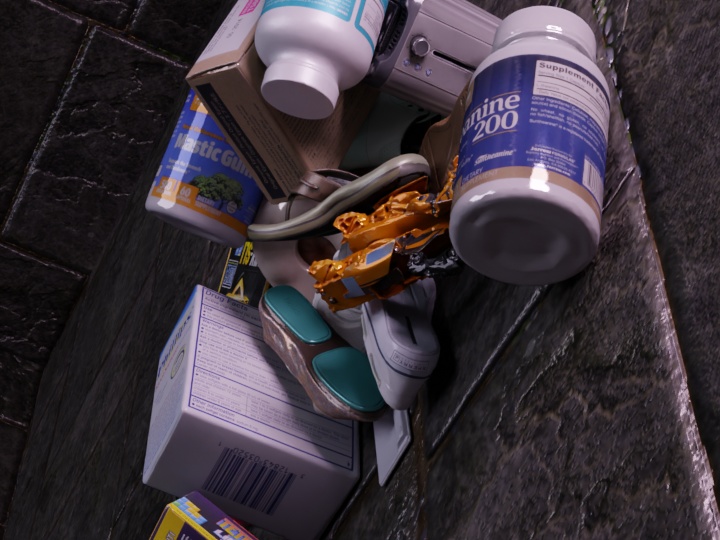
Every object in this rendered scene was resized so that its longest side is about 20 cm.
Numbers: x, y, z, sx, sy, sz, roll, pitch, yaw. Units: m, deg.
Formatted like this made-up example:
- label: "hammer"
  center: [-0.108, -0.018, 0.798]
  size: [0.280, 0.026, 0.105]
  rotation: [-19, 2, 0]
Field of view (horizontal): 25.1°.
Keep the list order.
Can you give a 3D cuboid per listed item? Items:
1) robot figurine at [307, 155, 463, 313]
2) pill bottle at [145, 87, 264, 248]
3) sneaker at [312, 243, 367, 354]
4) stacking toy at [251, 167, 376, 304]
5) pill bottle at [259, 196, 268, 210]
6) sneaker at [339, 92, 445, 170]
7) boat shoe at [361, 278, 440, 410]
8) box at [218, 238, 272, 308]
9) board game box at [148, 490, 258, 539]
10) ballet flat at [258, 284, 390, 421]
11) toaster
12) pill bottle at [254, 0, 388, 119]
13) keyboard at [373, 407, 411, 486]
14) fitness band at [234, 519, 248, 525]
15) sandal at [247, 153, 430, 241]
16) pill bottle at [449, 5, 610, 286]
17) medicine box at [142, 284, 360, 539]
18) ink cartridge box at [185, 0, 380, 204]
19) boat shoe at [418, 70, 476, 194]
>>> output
- label: "robot figurine"
  center: [0.053, -0.037, 1.373]
  size: [0.199, 0.058, 0.146]
  rotation: [-26, 25, 35]
- label: "pill bottle"
  center: [-0.135, -0.135, 1.661]
  size: [0.202, 0.111, 0.112]
  rotation: [-69, 15, -6]
- label: "sneaker"
  center: [0.000, 0.000, 1.552]
  size: [0.081, 0.074, 0.202]
  rotation: [56, -128, -85]
- label: "stacking toy"
  center: [-0.019, -0.066, 1.707]
  size: [0.147, 0.145, 0.201]
  rotation: [-55, 5, 39]
- label: "pill bottle"
  center: [-0.072, -0.148, 1.763]
  size: [0.201, 0.111, 0.112]
  rotation: [-57, 16, 1]
- label: "sneaker"
  center: [0.055, -0.165, 1.690]
  size: [0.117, 0.074, 0.201]
  rotation: [6, 42, 33]
- label: "boat shoe"
  center: [0.026, 0.050, 1.438]
  size: [0.201, 0.073, 0.067]
  rotation: [-89, 19, -64]
- label: "box"
  center: [-0.121, 0.037, 1.850]
  size: [0.200, 0.049, 0.162]
  rotation: [-171, 99, -72]
- label: "board game box"
  center: [-0.140, 0.330, 1.466]
  size: [0.057, 0.165, 0.201]
  rotation: [-16, -42, -62]
- label: "ballet flat"
  center: [-0.033, 0.092, 1.506]
  size: [0.200, 0.067, 0.068]
  rotation: [51, 142, 43]
- label: "toaster"
  center: [0.068, -0.213, 1.551]
  size: [0.115, 0.128, 0.200]
  rotation: [-65, 16, 9]
- label: "pill bottle"
  center: [-0.032, -0.243, 1.481]
  size: [0.111, 0.110, 0.202]
  rotation: [-35, 35, 63]
- label: "keyboard"
  center: [0.025, 0.117, 1.484]
  size: [0.201, 0.011, 0.057]
  rotation: [-96, 26, -60]
- label: "fitness band"
  center: [-0.104, 0.183, 1.783]
  size: [0.144, 0.037, 0.202]
  rotation: [-107, 40, -66]
- label: "sandal"
  center: [-0.020, -0.072, 1.488]
  size: [0.200, 0.079, 0.058]
  rotation: [-25, 79, 33]
- label: "pill bottle"
  center: [0.130, -0.099, 1.214]
  size: [0.111, 0.110, 0.202]
  rotation: [-49, 24, 50]
- label: "medicine box"
  center: [-0.101, 0.136, 1.557]
  size: [0.103, 0.180, 0.201]
  rotation: [-58, 18, 30]
- label: "ink cartridge box"
  center: [-0.065, -0.193, 1.587]
  size: [0.074, 0.165, 0.201]
  rotation: [-9, 38, 37]
- label: "boat shoe"
  center: [0.102, -0.108, 1.444]
  size: [0.200, 0.062, 0.074]
  rotation: [130, 141, -57]
